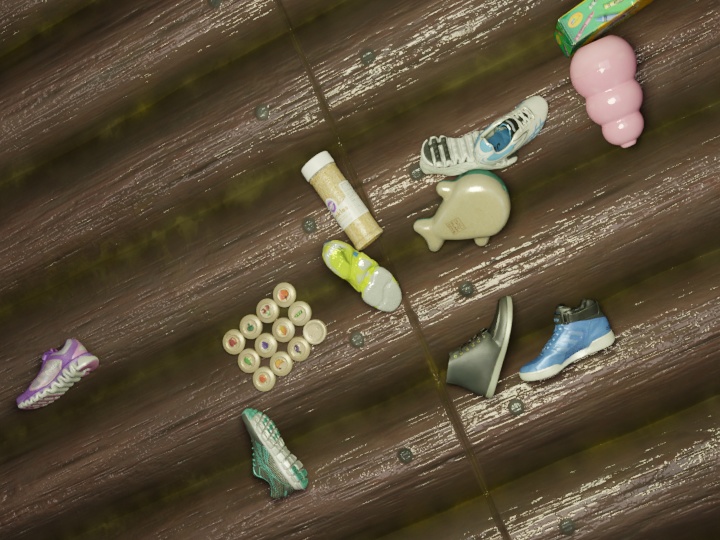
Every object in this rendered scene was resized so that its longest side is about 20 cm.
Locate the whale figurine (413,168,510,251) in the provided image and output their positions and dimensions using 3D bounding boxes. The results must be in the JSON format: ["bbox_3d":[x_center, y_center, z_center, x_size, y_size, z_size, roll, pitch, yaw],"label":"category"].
[{"bbox_3d":[0.200,-0.118,1.648,0.198,0.105,0.159,-31,112,31],"label":"whale figurine"}]

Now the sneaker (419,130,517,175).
[{"bbox_3d":[0.208,-0.223,1.650,0.195,0.081,0.077,-2,70,-9],"label":"sneaker"}]

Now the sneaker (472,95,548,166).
[{"bbox_3d":[0.293,-0.270,1.603,0.199,0.073,0.072,-41,83,-22],"label":"sneaker"}]

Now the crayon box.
[{"bbox_3d":[0.459,-0.486,1.571,0.198,0.119,0.059,-34,86,9],"label":"crayon box"}]

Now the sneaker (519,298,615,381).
[{"bbox_3d":[0.379,0.126,1.624,0.197,0.077,0.113,-26,93,5],"label":"sneaker"}]

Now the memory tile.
[{"bbox_3d":[-0.178,0.139,1.752,0.199,0.017,0.154,-42,85,8],"label":"memory tile"}]

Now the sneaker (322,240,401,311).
[{"bbox_3d":[0.000,0.000,1.695,0.076,0.105,0.200,-47,114,2],"label":"sneaker"}]

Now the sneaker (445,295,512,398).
[{"bbox_3d":[0.232,0.141,1.651,0.104,0.075,0.205,14,95,6],"label":"sneaker"}]

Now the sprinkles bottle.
[{"bbox_3d":[-0.036,-0.139,1.692,0.068,0.068,0.202,-36,86,9],"label":"sprinkles bottle"}]

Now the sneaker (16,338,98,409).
[{"bbox_3d":[-0.658,0.218,1.810,0.198,0.080,0.089,-37,79,4],"label":"sneaker"}]

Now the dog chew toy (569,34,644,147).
[{"bbox_3d":[0.470,-0.329,1.579,0.122,0.125,0.204,-21,96,9],"label":"dog chew toy"}]

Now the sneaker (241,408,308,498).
[{"bbox_3d":[-0.196,0.381,1.736,0.091,0.077,0.202,-36,84,13],"label":"sneaker"}]
